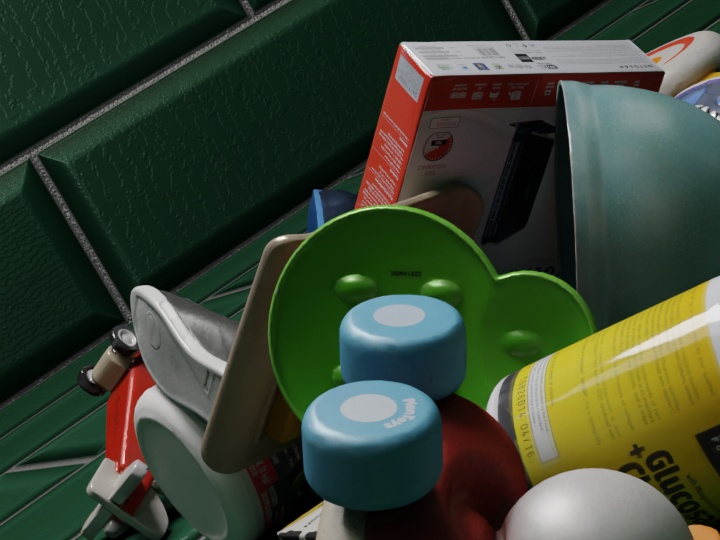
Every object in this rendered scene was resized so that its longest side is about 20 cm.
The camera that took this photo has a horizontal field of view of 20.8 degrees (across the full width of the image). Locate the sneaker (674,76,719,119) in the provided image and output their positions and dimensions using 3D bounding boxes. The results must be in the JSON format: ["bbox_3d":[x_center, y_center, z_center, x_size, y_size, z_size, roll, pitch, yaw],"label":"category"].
[{"bbox_3d":[0.282,-0.094,1.494,0.199,0.081,0.146,11,24,42],"label":"sneaker"}]

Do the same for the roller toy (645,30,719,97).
[{"bbox_3d":[0.259,-0.119,1.710,0.181,0.140,0.200,-28,9,20],"label":"roller toy"}]

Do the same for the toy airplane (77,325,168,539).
[{"bbox_3d":[-0.175,0.157,1.727,0.200,0.140,0.201,7,75,63],"label":"toy airplane"}]

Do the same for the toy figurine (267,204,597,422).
[{"bbox_3d":[0.067,0.035,1.210,0.198,0.152,0.184,1,3,19],"label":"toy figurine"}]

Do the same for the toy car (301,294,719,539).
[{"bbox_3d":[0.083,0.127,0.894,0.198,0.186,0.177,2,24,9],"label":"toy car"}]

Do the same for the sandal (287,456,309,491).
[{"bbox_3d":[0.029,0.124,1.375,0.199,0.055,0.082,-25,-5,29],"label":"sandal"}]

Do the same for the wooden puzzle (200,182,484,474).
[{"bbox_3d":[-0.006,0.041,1.304,0.199,0.037,0.186,-16,-45,-46],"label":"wooden puzzle"}]

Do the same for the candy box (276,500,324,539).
[{"bbox_3d":[0.052,0.143,1.144,0.136,0.061,0.200,-33,7,-24],"label":"candy box"}]

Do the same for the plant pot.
[{"bbox_3d":[0.198,-0.025,1.273,0.133,0.202,0.200,-3,11,3],"label":"plant pot"}]

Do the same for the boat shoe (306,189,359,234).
[{"bbox_3d":[0.000,0.000,1.457,0.068,0.085,0.201,4,42,-9],"label":"boat shoe"}]

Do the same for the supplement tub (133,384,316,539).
[{"bbox_3d":[-0.061,0.105,1.508,0.199,0.141,0.140,-35,9,-25],"label":"supplement tub"}]

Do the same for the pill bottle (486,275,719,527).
[{"bbox_3d":[0.170,0.069,0.979,0.199,0.113,0.112,-27,8,26],"label":"pill bottle"}]

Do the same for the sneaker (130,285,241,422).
[{"bbox_3d":[-0.089,0.056,1.417,0.099,0.071,0.200,-18,31,-29],"label":"sneaker"}]

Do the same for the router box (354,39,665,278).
[{"bbox_3d":[0.099,-0.071,1.380,0.198,0.181,0.049,-5,36,-31],"label":"router box"}]
